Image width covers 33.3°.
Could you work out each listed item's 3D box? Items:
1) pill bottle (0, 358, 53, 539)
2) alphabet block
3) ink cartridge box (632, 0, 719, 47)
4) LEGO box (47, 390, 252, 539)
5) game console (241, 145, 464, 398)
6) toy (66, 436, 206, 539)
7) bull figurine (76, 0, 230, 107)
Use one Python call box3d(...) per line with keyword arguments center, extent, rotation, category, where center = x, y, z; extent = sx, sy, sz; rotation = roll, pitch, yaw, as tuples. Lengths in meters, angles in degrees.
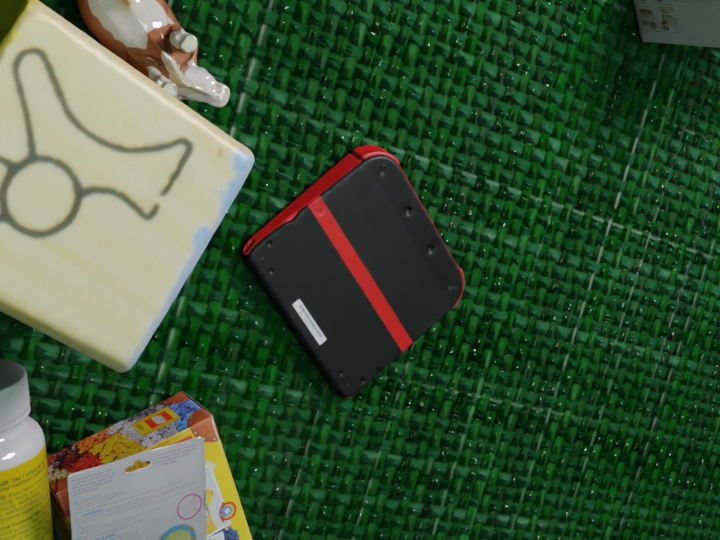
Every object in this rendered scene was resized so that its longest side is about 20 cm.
box3d(center=(-0.304, 0.179, 0.954), extent=(0.114, 0.114, 0.201), rotation=(-9, 107, -30), category="pill bottle")
box3d(center=(-0.234, -0.070, 0.884), extent=(0.200, 0.196, 0.196), rotation=(35, 82, -33), category="alphabet block")
box3d(center=(0.405, -0.298, 1.219), extent=(0.175, 0.200, 0.084), rotation=(-31, 116, -21), category="ink cartridge box")
box3d(center=(-0.182, 0.233, 1.066), extent=(0.149, 0.077, 0.201), rotation=(-25, 115, -24), category="LEGO box")
box3d(center=(0.000, 0.000, 1.152), extent=(0.177, 0.031, 0.200), rotation=(-40, 119, -12), category="game console")
box3d(center=(-0.186, 0.232, 0.988), extent=(0.115, 0.047, 0.201), rotation=(-13, 113, -32), category="toy")
box3d(center=(-0.172, -0.193, 0.943), extent=(0.065, 0.121, 0.200), rotation=(-42, 115, -6), category="bull figurine")
